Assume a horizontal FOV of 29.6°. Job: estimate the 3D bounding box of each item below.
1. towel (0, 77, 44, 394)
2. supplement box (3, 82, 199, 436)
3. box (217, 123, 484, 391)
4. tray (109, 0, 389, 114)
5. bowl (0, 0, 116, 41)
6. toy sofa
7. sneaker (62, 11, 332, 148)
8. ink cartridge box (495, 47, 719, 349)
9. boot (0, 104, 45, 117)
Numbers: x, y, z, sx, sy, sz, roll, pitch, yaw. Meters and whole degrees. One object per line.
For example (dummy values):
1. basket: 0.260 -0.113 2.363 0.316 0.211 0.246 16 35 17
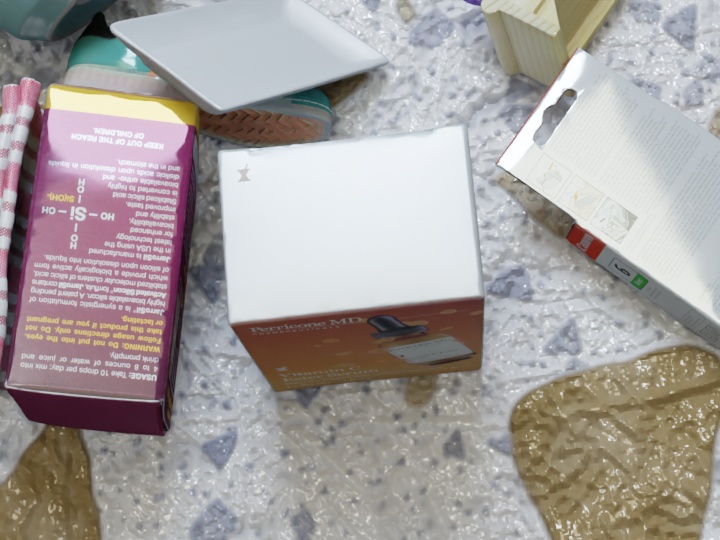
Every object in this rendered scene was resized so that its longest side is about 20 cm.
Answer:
1. towel: -0.229 -0.016 0.904 0.029 0.146 0.203 7 85 -7
2. supplement box: -0.167 -0.003 0.910 0.102 0.131 0.203 6 73 -6
3. box: 0.000 0.000 0.867 0.150 0.200 0.108 -6 74 3
4. tray: -0.073 -0.149 0.942 0.107 0.199 0.022 37 123 19
5. bowl: -0.213 -0.240 0.970 0.200 0.201 0.105 -41 95 -7
6. toy sofa: 0.160 -0.236 0.979 0.097 0.083 0.201 30 78 28
7. sneaker: -0.113 -0.144 0.983 0.197 0.072 0.081 10 70 1
8. ink cartridge box: 0.200 -0.050 0.936 0.199 0.050 0.109 36 81 9
9. boot: -0.309 -0.065 0.975 0.199 0.076 0.074 -32 70 -7
